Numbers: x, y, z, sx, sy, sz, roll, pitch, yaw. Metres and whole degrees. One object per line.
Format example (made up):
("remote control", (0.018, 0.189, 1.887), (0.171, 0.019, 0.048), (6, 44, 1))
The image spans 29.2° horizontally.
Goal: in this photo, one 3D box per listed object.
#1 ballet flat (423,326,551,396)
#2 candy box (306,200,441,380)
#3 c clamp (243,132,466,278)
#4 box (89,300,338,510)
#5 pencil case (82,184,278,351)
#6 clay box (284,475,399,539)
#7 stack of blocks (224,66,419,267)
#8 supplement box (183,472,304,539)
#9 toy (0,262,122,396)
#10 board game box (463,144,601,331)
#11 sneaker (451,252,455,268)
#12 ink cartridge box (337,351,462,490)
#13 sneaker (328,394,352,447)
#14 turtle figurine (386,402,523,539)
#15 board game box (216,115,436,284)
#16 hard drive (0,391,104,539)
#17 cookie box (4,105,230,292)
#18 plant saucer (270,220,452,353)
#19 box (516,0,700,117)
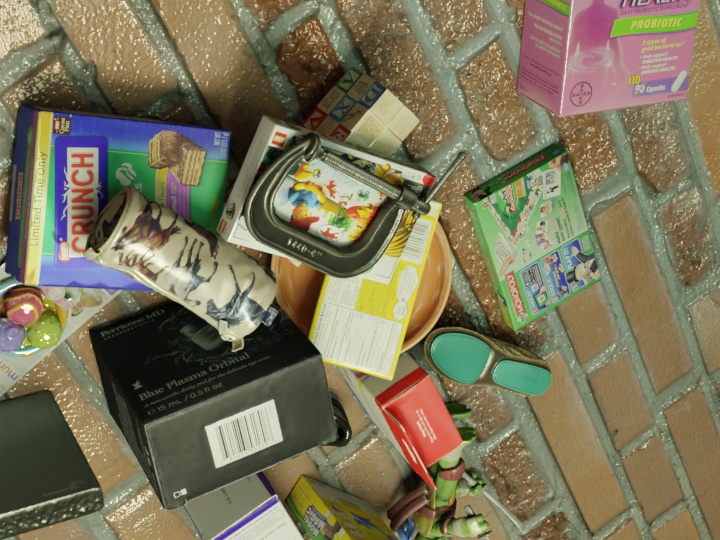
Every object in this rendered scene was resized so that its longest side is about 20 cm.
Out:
("ballet flat", (0.146, 0.108, 1.700), (0.200, 0.065, 0.071), (23, 101, -32))
("candy box", (0.012, 0.009, 1.487), (0.102, 0.026, 0.200), (16, 89, -5))
("c clamp", (-0.014, -0.076, 1.362), (0.200, 0.027, 0.171), (19, 109, -36))
("box", (-0.158, 0.121, 1.460), (0.197, 0.200, 0.117), (-21, 123, -18))
("pencil case", (-0.173, -0.003, 1.332), (0.200, 0.078, 0.089), (32, 52, -32))
("clay box", (0.000, 0.330, 1.652), (0.115, 0.200, 0.048), (28, 100, -35))
("stack of blocks", (-0.044, -0.115, 1.453), (0.200, 0.115, 0.059), (-49, 127, 1))
("supplement box", (-0.119, 0.332, 1.651), (0.103, 0.101, 0.200), (-34, 125, -9))
("toy", (-0.333, 0.041, 1.420), (0.200, 0.047, 0.115), (-43, 125, -3))
("board game box", (0.213, -0.038, 1.683), (0.135, 0.029, 0.200), (-29, 125, -11))
("sneaker", (0.004, -0.014, 1.569), (0.200, 0.076, 0.116), (-27, 113, -19))
("ink cartridge box", (0.046, 0.149, 1.583), (0.067, 0.200, 0.116), (-34, 126, -9))
("sneaker", (-0.094, 0.169, 1.591), (0.200, 0.083, 0.071), (11, 109, -32))
("turtle figurine", (0.141, 0.275, 1.740), (0.144, 0.200, 0.194), (-34, 130, -53))
("board game box", (-0.032, -0.068, 1.389), (0.200, 0.035, 0.126), (15, 106, -33))
("hard drive", (-0.354, 0.197, 1.394), (0.139, 0.200, 0.033), (-13, 120, -22))
("cookie box", (-0.240, -0.068, 1.373), (0.200, 0.075, 0.171), (3, 97, -29))
("plant saucer", (0.000, 0.000, 1.517), (0.200, 0.037, 0.200), (0, 91, -9))
("box", (0.282, -0.289, 1.550), (0.176, 0.097, 0.200), (-10, 118, -24))
